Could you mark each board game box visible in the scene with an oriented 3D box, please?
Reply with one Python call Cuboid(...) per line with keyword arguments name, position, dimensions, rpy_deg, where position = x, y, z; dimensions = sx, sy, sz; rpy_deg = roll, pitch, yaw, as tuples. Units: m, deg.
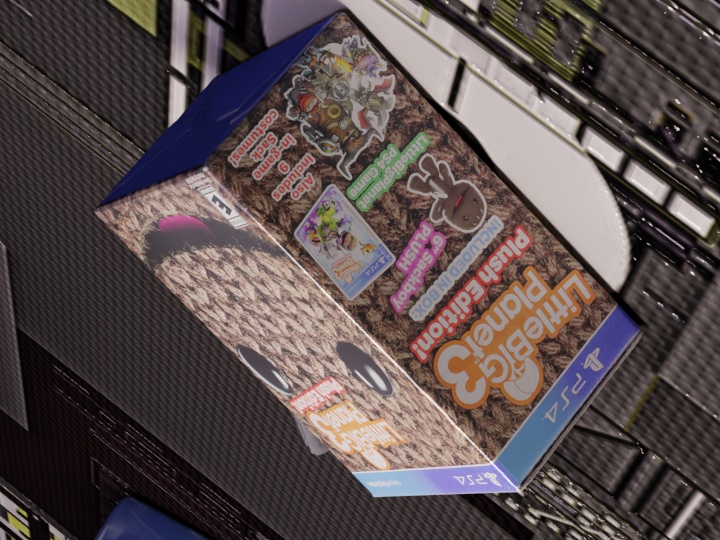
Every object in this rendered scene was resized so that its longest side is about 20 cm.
Cuboid(name="board game box", position=(0.000, 0.000, 1.114), dimensions=(0.200, 0.097, 0.159), rpy_deg=(46, 159, -12))

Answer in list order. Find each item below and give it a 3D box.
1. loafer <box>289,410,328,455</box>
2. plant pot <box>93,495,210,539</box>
Cuboid(name="loafer", position=(-0.025, 0.016, 1.273), dimensions=(0.201, 0.063, 0.072), rpy_deg=(74, 172, -49))
Cuboid(name="plant pot", position=(-0.139, 0.328, 1.921), dimensions=(0.199, 0.180, 0.201), rpy_deg=(25, 154, 37))
